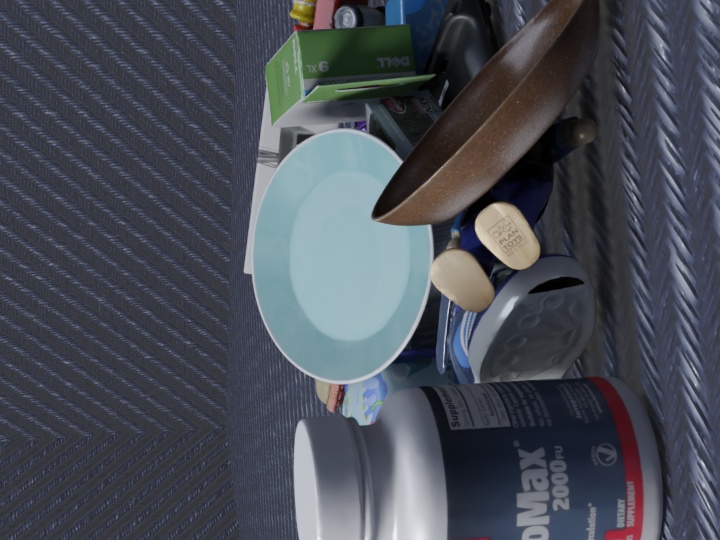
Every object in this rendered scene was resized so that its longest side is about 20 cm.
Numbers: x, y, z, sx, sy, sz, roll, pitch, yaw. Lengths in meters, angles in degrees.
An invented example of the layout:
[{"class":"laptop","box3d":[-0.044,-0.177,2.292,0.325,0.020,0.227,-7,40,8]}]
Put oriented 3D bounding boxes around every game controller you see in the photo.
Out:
[{"class":"game controller","box3d":[0.081,-0.142,1.050,0.201,0.041,0.106,109,143,-63]}]

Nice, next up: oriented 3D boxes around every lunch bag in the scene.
[{"class":"lunch bag","box3d":[0.039,0.172,1.071,0.200,0.125,0.173,135,133,-62]}]

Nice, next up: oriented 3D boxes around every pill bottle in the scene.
[{"class":"pill bottle","box3d":[0.064,0.127,0.736,0.120,0.196,0.122,177,90,-79]}]

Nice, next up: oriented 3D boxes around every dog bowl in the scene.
[{"class":"dog bowl","box3d":[0.049,-0.259,1.135,0.111,0.049,0.204,-176,83,-79]}]

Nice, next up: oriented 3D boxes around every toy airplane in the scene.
[{"class":"toy airplane","box3d":[-0.044,-0.318,1.222,0.201,0.139,0.201,54,-132,-41]}]

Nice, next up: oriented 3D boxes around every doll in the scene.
[{"class":"doll","box3d":[0.097,-0.050,0.803,0.136,0.048,0.200,-45,8,26]}]

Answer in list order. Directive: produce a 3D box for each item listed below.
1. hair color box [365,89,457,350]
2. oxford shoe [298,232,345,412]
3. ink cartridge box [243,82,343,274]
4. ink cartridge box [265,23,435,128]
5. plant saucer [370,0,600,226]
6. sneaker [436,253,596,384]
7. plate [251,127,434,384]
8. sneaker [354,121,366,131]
[{"class":"hair color box","box3d":[0.049,-0.037,1.060,0.099,0.060,0.203,-120,22,-51]},{"class":"oxford shoe","box3d":[-0.026,0.041,1.120,0.071,0.073,0.202,-46,-28,-45]},{"class":"ink cartridge box","box3d":[-0.066,-0.093,1.300,0.147,0.081,0.204,-162,79,-89]},{"class":"ink cartridge box","box3d":[-0.014,-0.172,1.085,0.200,0.102,0.060,168,96,-76]},{"class":"plant saucer","box3d":[0.084,-0.096,0.779,0.201,0.037,0.201,-47,8,8]},{"class":"sneaker","box3d":[0.095,0.009,0.858,0.201,0.079,0.148,94,165,-56]},{"class":"plate","box3d":[-0.013,-0.011,1.008,0.198,0.025,0.204,-1,89,41]},{"class":"sneaker","box3d":[0.008,-0.115,1.225,0.080,0.082,0.203,36,-139,-53]}]
